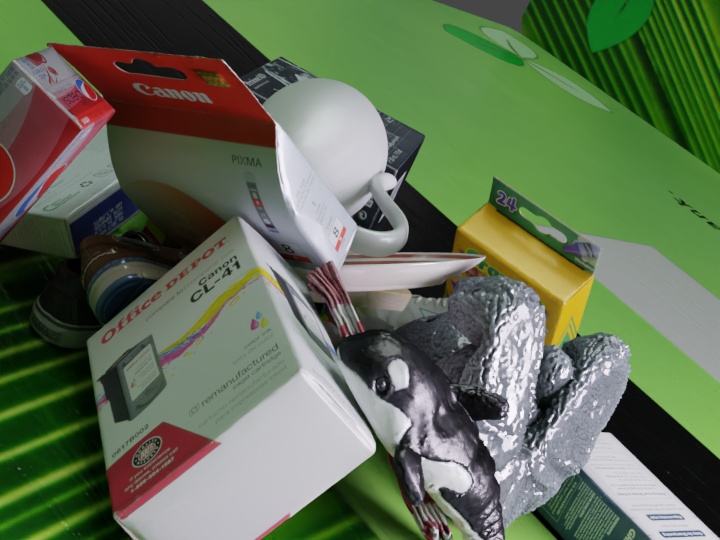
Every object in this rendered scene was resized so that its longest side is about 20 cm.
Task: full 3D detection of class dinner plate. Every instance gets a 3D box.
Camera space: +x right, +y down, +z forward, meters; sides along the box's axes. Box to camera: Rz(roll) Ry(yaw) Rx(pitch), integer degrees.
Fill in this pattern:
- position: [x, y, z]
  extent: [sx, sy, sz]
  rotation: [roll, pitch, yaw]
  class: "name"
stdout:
- position: [0.000, 0.000, 1.074]
  extent: [0.197, 0.025, 0.200]
  rotation: [-2, 5, 0]
  class: "dinner plate"

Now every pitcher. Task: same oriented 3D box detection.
- position: [-0.026, -0.077, 1.131]
  extent: [0.170, 0.123, 0.200]
  rotation: [23, 27, 7]
  class: "pitcher"

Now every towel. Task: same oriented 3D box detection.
- position: [0.016, 0.101, 0.960]
  extent: [0.144, 0.022, 0.202]
  rotation: [69, -3, -74]
  class: "towel"

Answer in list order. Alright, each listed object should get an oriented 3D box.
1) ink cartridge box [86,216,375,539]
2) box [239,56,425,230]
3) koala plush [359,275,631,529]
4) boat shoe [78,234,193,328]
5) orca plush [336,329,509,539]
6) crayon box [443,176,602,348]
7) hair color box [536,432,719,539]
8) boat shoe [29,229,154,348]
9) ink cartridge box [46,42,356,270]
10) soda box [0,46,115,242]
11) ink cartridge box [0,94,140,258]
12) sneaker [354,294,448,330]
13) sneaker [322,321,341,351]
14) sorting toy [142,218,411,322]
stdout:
- position: [-0.090, 0.077, 0.874]
  extent: [0.086, 0.147, 0.201]
  rotation: [48, 7, -33]
  class: "ink cartridge box"
- position: [-0.051, -0.123, 1.488]
  extent: [0.195, 0.125, 0.200]
  rotation: [27, 19, 3]
  class: "box"
- position: [0.077, 0.096, 1.105]
  extent: [0.176, 0.186, 0.199]
  rotation: [28, -4, -37]
  class: "koala plush"
- position: [-0.129, 0.017, 1.020]
  extent: [0.199, 0.072, 0.073]
  rotation: [30, 21, -53]
  class: "boat shoe"
- position: [0.065, 0.110, 0.848]
  extent: [0.202, 0.070, 0.105]
  rotation: [60, 15, -10]
  class: "orca plush"
- position: [0.141, 0.027, 1.269]
  extent: [0.125, 0.201, 0.051]
  rotation: [36, 54, 24]
  class: "crayon box"
- position: [0.224, 0.214, 1.108]
  extent: [0.099, 0.061, 0.200]
  rotation: [9, 27, -43]
  class: "hair color box"
- position: [-0.187, 0.002, 1.071]
  extent: [0.069, 0.067, 0.200]
  rotation: [33, 20, 14]
  class: "boat shoe"
- position: [-0.111, -0.074, 0.935]
  extent: [0.160, 0.051, 0.200]
  rotation: [11, -21, 33]
  class: "ink cartridge box"
- position: [-0.254, -0.052, 0.906]
  extent: [0.063, 0.200, 0.070]
  rotation: [43, 19, -5]
  class: "soda box"
- position: [-0.243, -0.085, 1.105]
  extent: [0.198, 0.041, 0.199]
  rotation: [12, 36, 30]
  class: "ink cartridge box"
- position: [0.072, 0.053, 1.279]
  extent: [0.200, 0.081, 0.070]
  rotation: [37, 23, 28]
  class: "sneaker"
- position: [-0.056, 0.082, 1.042]
  extent: [0.084, 0.074, 0.200]
  rotation: [19, 17, -7]
  class: "sneaker"
- position: [-0.089, -0.012, 1.236]
  extent: [0.197, 0.070, 0.200]
  rotation: [8, 27, -45]
  class: "sorting toy"
